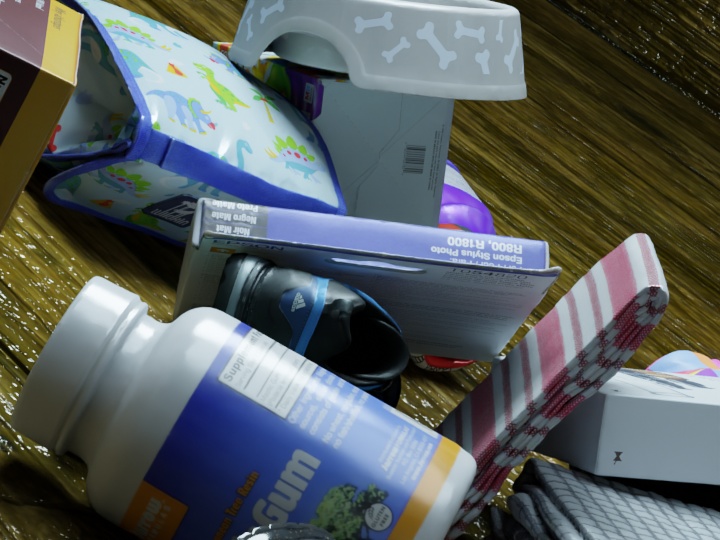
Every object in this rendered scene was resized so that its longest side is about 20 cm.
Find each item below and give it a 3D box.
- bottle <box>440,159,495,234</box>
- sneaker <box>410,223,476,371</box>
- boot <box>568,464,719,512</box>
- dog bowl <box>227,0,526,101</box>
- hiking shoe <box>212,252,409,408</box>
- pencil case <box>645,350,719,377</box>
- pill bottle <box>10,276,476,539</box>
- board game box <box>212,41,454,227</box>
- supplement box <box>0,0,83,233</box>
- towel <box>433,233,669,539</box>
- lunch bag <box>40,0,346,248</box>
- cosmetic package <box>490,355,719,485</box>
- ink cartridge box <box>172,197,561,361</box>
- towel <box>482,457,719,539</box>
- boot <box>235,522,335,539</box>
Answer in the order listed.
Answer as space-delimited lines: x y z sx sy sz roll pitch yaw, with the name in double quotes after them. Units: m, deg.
0.058 -0.037 2.097 0.083 0.065 0.200 23 14 -22 "bottle"
0.058 0.022 1.866 0.108 0.067 0.201 32 17 25 "sneaker"
0.228 0.160 1.681 0.200 0.077 0.168 20 11 -10 "boot"
0.014 -0.155 1.807 0.200 0.059 0.200 8 9 -1 "dog bowl"
-0.011 0.054 1.498 0.087 0.074 0.200 13 -11 25 "hiking shoe"
0.262 0.130 1.863 0.088 0.088 0.200 19 16 -38 "pencil case"
-0.057 0.087 1.274 0.200 0.112 0.112 29 13 1 "pill bottle"
-0.027 -0.093 1.900 0.103 0.105 0.200 3 10 -24 "board game box"
-0.272 -0.111 1.516 0.200 0.133 0.197 27 13 -12 "supplement box"
0.096 0.066 1.494 0.030 0.200 0.146 42 11 -8 "towel"
-0.121 -0.084 1.757 0.170 0.128 0.200 20 6 -36 "lunch bag"
0.193 0.090 1.591 0.200 0.052 0.151 6 6 -23 "cosmetic package"
0.000 0.000 1.543 0.199 0.041 0.200 7 -16 -7 "ink cartridge box"
0.160 0.181 1.446 0.165 0.086 0.200 17 11 -17 "towel"
-0.031 0.177 1.119 0.132 0.070 0.200 38 26 20 "boot"
